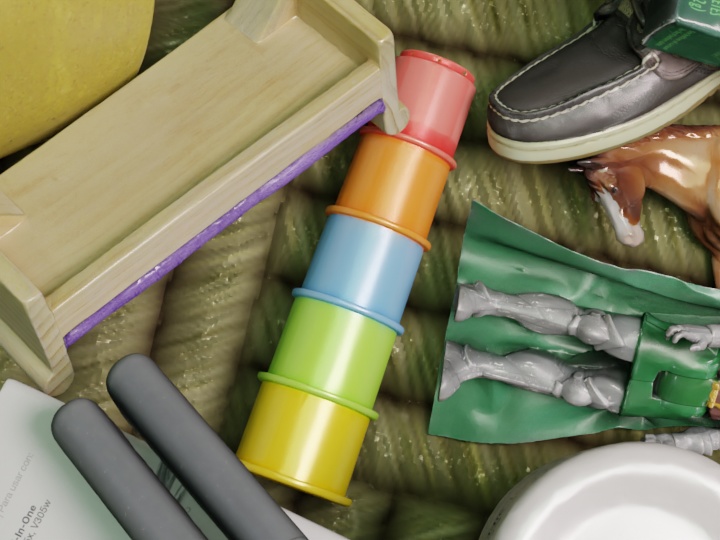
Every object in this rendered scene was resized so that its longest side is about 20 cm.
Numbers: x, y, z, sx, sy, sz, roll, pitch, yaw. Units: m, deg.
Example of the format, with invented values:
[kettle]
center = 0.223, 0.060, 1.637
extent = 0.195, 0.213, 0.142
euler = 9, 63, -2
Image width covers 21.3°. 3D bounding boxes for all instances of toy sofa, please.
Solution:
[toy sofa]
center = -0.078, -0.038, 0.800
extent = 0.200, 0.098, 0.083
euler = -38, 60, -20

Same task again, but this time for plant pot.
[plant pot]
center = -0.170, -0.127, 0.815
extent = 0.141, 0.200, 0.202
euler = 0, 83, -26

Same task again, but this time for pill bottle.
[pill bottle]
center = 0.100, 0.128, 0.758
extent = 0.113, 0.200, 0.115
euler = 0, 83, 1

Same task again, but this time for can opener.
[can opener]
center = -0.037, 0.113, 0.675
extent = 0.053, 0.067, 0.200
euler = -39, 64, -11

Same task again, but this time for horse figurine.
[horse figurine]
center = 0.208, -0.037, 0.851
extent = 0.199, 0.050, 0.133
euler = -29, 90, 0

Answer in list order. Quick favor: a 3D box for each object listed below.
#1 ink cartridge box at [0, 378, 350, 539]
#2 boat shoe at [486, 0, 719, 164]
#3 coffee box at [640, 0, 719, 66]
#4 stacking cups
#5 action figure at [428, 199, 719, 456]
[ink cartridge box]
center = -0.061, 0.132, 0.774
extent = 0.199, 0.146, 0.084
euler = 24, 77, 11
[boat shoe]
center = 0.141, -0.114, 0.840
extent = 0.200, 0.072, 0.066
euler = -25, 124, -7
[coffee box]
center = 0.224, -0.129, 0.796
extent = 0.199, 0.044, 0.124
euler = 15, 79, -10
[stacking cups]
center = 0.000, 0.000, 0.844
extent = 0.060, 0.061, 0.201
euler = 19, 85, 3
[action figure]
center = 0.135, 0.043, 0.827
extent = 0.199, 0.055, 0.119
euler = 9, 122, 0
